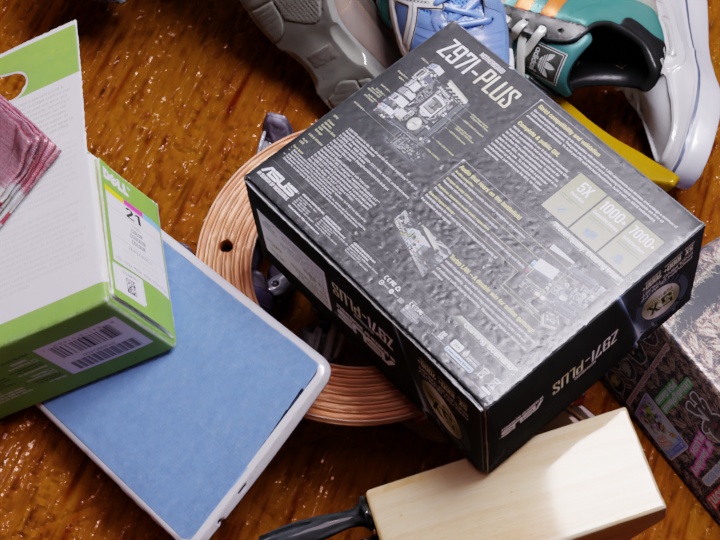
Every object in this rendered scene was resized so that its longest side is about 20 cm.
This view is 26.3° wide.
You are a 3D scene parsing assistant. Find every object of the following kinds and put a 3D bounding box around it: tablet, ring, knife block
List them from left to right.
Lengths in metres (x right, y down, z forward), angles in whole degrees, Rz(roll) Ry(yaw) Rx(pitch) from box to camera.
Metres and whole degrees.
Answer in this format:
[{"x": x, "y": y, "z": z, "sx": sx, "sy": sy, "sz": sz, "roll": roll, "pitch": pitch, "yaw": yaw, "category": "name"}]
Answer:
[{"x": -0.120, "y": 0.056, "z": 0.899, "sx": 0.200, "sy": 0.014, "sz": 0.130, "roll": 36, "pitch": 88, "yaw": 34, "category": "tablet"}, {"x": 0.000, "y": 0.000, "z": 0.926, "sx": 0.200, "sy": 0.019, "sz": 0.201, "roll": 0, "pitch": 65, "yaw": 0, "category": "ring"}, {"x": 0.042, "y": 0.147, "z": 0.849, "sx": 0.175, "sy": 0.200, "sz": 0.064, "roll": 7, "pitch": 54, "yaw": -42, "category": "knife block"}]

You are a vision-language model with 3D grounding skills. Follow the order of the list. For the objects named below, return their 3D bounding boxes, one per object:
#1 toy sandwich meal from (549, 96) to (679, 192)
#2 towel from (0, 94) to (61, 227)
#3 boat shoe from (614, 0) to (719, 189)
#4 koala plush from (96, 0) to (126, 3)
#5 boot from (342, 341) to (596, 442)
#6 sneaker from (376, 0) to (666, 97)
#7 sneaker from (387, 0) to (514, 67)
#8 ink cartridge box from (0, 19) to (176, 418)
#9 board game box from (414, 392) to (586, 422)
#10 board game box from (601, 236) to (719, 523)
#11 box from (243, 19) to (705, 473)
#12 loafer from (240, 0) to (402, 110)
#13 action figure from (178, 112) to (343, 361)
[{"x": 0.120, "y": -0.046, "z": 1.031, "sx": 0.205, "sy": 0.070, "sz": 0.205, "roll": 4, "pitch": 59, "yaw": -7, "category": "toy sandwich meal"}, {"x": -0.280, "y": -0.030, "z": 0.905, "sx": 0.144, "sy": 0.023, "sz": 0.200, "roll": 36, "pitch": 86, "yaw": 36, "category": "towel"}, {"x": 0.211, "y": -0.142, "z": 1.106, "sx": 0.065, "sy": 0.074, "sz": 0.200, "roll": 13, "pitch": 47, "yaw": -10, "category": "boat shoe"}, {"x": -0.112, "y": -0.272, "z": 1.077, "sx": 0.200, "sy": 0.184, "sz": 0.177, "roll": 18, "pitch": 30, "yaw": -32, "category": "koala plush"}, {"x": 0.080, "y": 0.088, "z": 0.959, "sx": 0.200, "sy": 0.074, "sz": 0.075, "roll": 31, "pitch": 80, "yaw": 12, "category": "boot"}, {"x": 0.111, "y": -0.162, "z": 1.029, "sx": 0.200, "sy": 0.071, "sz": 0.080, "roll": 4, "pitch": 47, "yaw": -10, "category": "sneaker"}, {"x": 0.049, "y": -0.196, "z": 0.967, "sx": 0.076, "sy": 0.077, "sz": 0.200, "roll": -17, "pitch": 88, "yaw": -2, "category": "sneaker"}, {"x": -0.200, "y": -0.030, "z": 0.924, "sx": 0.148, "sy": 0.076, "sz": 0.200, "roll": -22, "pitch": 59, "yaw": 17, "category": "ink cartridge box"}, {"x": 0.072, "y": -0.008, "z": 0.949, "sx": 0.103, "sy": 0.019, "sz": 0.200, "roll": -6, "pitch": 65, "yaw": -3, "category": "board game box"}, {"x": 0.276, "y": 0.075, "z": 0.973, "sx": 0.159, "sy": 0.097, "sz": 0.200, "roll": -29, "pitch": 69, "yaw": -24, "category": "board game box"}, {"x": 0.061, "y": -0.017, "z": 0.865, "sx": 0.164, "sy": 0.086, "sz": 0.200, "roll": -39, "pitch": 64, "yaw": -16, "category": "box"}, {"x": -0.024, "y": -0.176, "z": 1.045, "sx": 0.200, "sy": 0.072, "sz": 0.063, "roll": 54, "pitch": 43, "yaw": -24, "category": "loafer"}, {"x": -0.066, "y": 0.005, "z": 0.971, "sx": 0.130, "sy": 0.069, "sz": 0.200, "roll": 22, "pitch": 62, "yaw": -3, "category": "action figure"}]
